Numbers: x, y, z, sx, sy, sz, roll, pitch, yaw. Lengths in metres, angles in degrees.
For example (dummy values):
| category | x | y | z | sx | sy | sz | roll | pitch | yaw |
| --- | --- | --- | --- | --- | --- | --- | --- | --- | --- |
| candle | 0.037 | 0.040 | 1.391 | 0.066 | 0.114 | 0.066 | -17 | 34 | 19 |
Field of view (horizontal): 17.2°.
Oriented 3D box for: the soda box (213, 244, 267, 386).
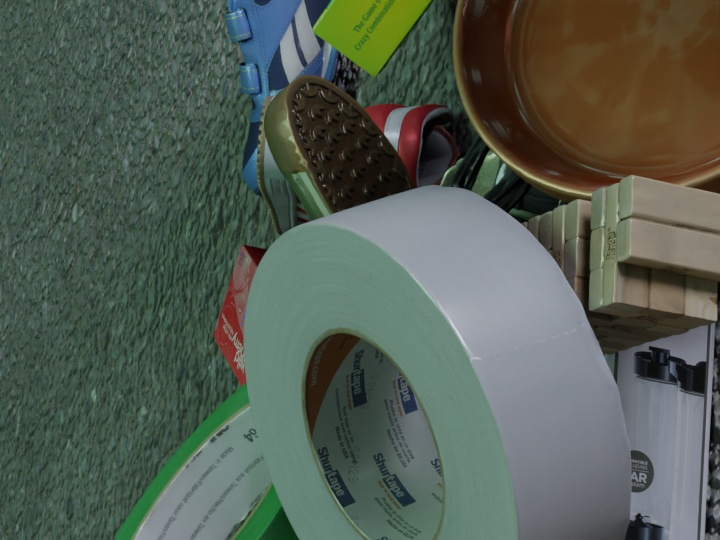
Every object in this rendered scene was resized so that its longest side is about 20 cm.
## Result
| category | x | y | z | sx | sy | sz | roll | pitch | yaw |
| --- | --- | --- | --- | --- | --- | --- | --- | --- | --- |
| soda box | -0.026 | 0.058 | 1.413 | 0.200 | 0.063 | 0.070 | 52 | 127 | 58 |

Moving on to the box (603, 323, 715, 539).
| category | x | y | z | sx | sy | sz | roll | pitch | yaw |
| --- | --- | --- | --- | --- | --- | --- | --- | --- | --- |
| box | 0.110 | 0.075 | 1.116 | 0.117 | 0.060 | 0.201 | -21 | 62 | 62 |

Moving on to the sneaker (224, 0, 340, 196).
| category | x | y | z | sx | sy | sz | roll | pitch | yaw |
| --- | --- | --- | --- | --- | --- | --- | --- | --- | --- |
| sneaker | -0.053 | -0.148 | 1.516 | 0.074 | 0.082 | 0.201 | -141 | 64 | -79 |

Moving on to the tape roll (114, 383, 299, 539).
| category | x | y | z | sx | sy | sz | roll | pitch | yaw |
| --- | --- | --- | --- | --- | --- | --- | --- | --- | --- |
| tape roll | -0.065 | 0.134 | 1.241 | 0.200 | 0.048 | 0.201 | -45 | 17 | 18 |

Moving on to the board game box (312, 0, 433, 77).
| category | x | y | z | sx | sy | sz | roll | pitch | yaw |
| --- | --- | --- | --- | --- | --- | --- | --- | --- | --- |
| board game box | 0.053 | -0.206 | 1.309 | 0.200 | 0.048 | 0.102 | -51 | 4 | 47 |

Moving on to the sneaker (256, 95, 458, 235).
| category | x | y | z | sx | sy | sz | roll | pitch | yaw |
| --- | --- | --- | --- | --- | --- | --- | --- | --- | --- |
| sneaker | 0.004 | -0.057 | 1.408 | 0.200 | 0.112 | 0.072 | 56 | -141 | -82 |

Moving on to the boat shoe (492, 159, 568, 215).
| category | x | y | z | sx | sy | sz | roll | pitch | yaw |
| --- | --- | --- | --- | --- | --- | --- | --- | --- | --- |
| boat shoe | 0.089 | -0.121 | 1.209 | 0.073 | 0.062 | 0.201 | 87 | -179 | -68 |

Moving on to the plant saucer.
| category | x | y | z | sx | sy | sz | roll | pitch | yaw |
| --- | --- | --- | --- | --- | --- | --- | --- | --- | --- |
| plant saucer | 0.137 | -0.117 | 1.061 | 0.199 | 0.032 | 0.201 | -13 | 61 | 25 |

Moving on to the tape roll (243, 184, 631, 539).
| category | x | y | z | sx | sy | sz | roll | pitch | yaw |
| --- | --- | --- | --- | --- | --- | --- | --- | --- | --- |
| tape roll | 0.030 | 0.066 | 1.044 | 0.200 | 0.066 | 0.201 | 32 | 131 | 45 |

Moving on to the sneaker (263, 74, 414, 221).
| category | x | y | z | sx | sy | sz | roll | pitch | yaw |
| --- | --- | --- | --- | --- | --- | --- | --- | --- | --- |
| sneaker | 0.000 | 0.000 | 1.243 | 0.090 | 0.200 | 0.067 | -32 | 8 | 45 |

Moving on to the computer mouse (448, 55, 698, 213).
| category | x | y | z | sx | sy | sz | roll | pitch | yaw |
| --- | --- | --- | --- | --- | --- | --- | --- | --- | --- |
| computer mouse | 0.117 | -0.079 | 1.098 | 0.200 | 0.034 | 0.059 | -40 | 48 | 5 |

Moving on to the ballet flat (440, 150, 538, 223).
| category | x | y | z | sx | sy | sz | roll | pitch | yaw |
| --- | --- | --- | --- | --- | --- | --- | --- | --- | --- |
| ballet flat | 0.042 | -0.020 | 1.305 | 0.200 | 0.067 | 0.063 | -24 | 52 | 50 |

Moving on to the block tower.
| category | x | y | z | sx | sy | sz | roll | pitch | yaw |
| --- | --- | --- | --- | --- | --- | --- | --- | --- | --- |
| block tower | 0.084 | 0.010 | 1.059 | 0.200 | 0.058 | 0.054 | -25 | 57 | 60 |
